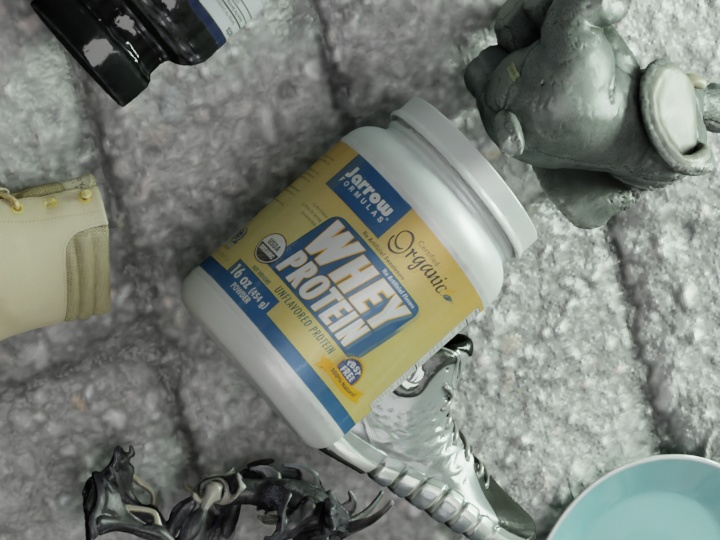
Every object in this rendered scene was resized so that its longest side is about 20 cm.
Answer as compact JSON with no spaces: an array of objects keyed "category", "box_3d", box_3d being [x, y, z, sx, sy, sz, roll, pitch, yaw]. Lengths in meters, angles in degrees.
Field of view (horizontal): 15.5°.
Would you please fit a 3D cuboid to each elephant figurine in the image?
[{"category":"elephant figurine","box_3d":[0.176,-0.097,1.735,0.200,0.141,0.156,36,86,-22]}]

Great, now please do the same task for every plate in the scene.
[{"category":"plate","box_3d":[0.208,0.224,1.912,0.199,0.026,0.202,-6,107,-20]}]

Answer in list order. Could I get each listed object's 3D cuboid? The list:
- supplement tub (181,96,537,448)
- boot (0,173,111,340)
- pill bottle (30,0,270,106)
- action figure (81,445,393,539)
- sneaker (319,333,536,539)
[{"category":"supplement tub","box_3d":[0.000,0.000,1.696,0.200,0.145,0.145,-42,116,-5]},{"category":"boot","box_3d":[-0.240,-0.045,1.631,0.155,0.073,0.201,-18,105,-19]},{"category":"pill bottle","box_3d":[-0.100,-0.198,1.615,0.200,0.112,0.112,-42,116,-4]},{"category":"action figure","box_3d":[-0.083,0.172,1.735,0.199,0.119,0.103,7,102,-10]},{"category":"sneaker","box_3d":[0.062,0.106,1.794,0.199,0.075,0.116,31,91,-25]}]
